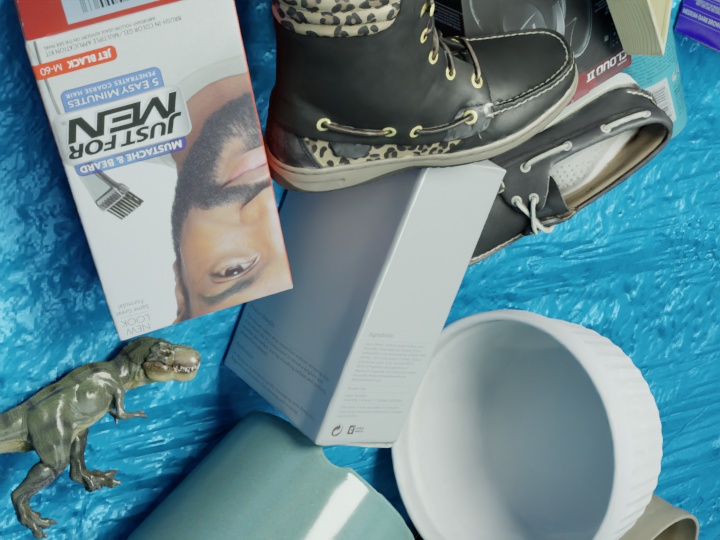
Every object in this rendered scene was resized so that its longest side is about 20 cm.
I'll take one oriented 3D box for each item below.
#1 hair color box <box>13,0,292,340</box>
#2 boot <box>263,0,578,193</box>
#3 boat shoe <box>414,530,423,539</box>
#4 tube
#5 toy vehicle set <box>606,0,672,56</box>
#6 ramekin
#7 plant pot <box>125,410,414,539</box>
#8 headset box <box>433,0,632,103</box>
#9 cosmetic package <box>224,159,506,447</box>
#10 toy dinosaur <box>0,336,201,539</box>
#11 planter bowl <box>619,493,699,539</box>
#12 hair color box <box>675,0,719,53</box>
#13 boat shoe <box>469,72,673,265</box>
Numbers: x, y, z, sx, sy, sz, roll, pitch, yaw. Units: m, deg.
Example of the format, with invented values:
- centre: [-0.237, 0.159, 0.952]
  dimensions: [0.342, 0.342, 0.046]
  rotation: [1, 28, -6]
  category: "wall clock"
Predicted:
- centre: [-0.110, -0.068, 0.818]
  dimensions: [0.110, 0.064, 0.201]
  rotation: [-17, 130, -8]
  category: "hair color box"
- centre: [0.036, -0.130, 0.822]
  dimensions: [0.198, 0.074, 0.151]
  rotation: [-15, 143, -10]
  category: "boot"
- centre: [0.049, 0.265, 1.199]
  dimensions: [0.066, 0.074, 0.201]
  rotation: [-8, 131, -53]
  category: "boat shoe"
- centre: [0.198, -0.183, 1.074]
  dimensions: [0.077, 0.050, 0.201]
  rotation: [-38, 132, -18]
  category: "tube"
- centre: [0.188, -0.254, 0.940]
  dimensions: [0.124, 0.026, 0.202]
  rotation: [44, 55, -65]
  category: "toy vehicle set"
- centre: [0.131, 0.128, 1.103]
  dimensions: [0.105, 0.199, 0.202]
  rotation: [-3, 118, -52]
  category: "ramekin"
- centre: [-0.076, 0.214, 0.971]
  dimensions: [0.196, 0.199, 0.201]
  rotation: [-49, 139, -18]
  category: "plant pot"
- centre: [0.099, -0.181, 0.956]
  dimensions: [0.148, 0.077, 0.201]
  rotation: [-33, 135, -24]
  category: "headset box"
- centre: [0.000, 0.000, 0.955]
  dimensions: [0.081, 0.113, 0.202]
  rotation: [8, 112, -46]
  category: "cosmetic package"
- centre: [-0.186, 0.106, 0.897]
  dimensions: [0.199, 0.047, 0.089]
  rotation: [-23, 115, -31]
  category: "toy dinosaur"
- centre: [0.174, 0.253, 1.251]
  dimensions: [0.200, 0.134, 0.201]
  rotation: [-37, 147, -29]
  category: "planter bowl"
- centre: [0.320, -0.268, 1.120]
  dimensions: [0.109, 0.065, 0.202]
  rotation: [-8, 122, -39]
  category: "hair color box"
- centre: [0.135, -0.062, 1.059]
  dimensions: [0.199, 0.060, 0.074]
  rotation: [-34, 137, -5]
  category: "boat shoe"
